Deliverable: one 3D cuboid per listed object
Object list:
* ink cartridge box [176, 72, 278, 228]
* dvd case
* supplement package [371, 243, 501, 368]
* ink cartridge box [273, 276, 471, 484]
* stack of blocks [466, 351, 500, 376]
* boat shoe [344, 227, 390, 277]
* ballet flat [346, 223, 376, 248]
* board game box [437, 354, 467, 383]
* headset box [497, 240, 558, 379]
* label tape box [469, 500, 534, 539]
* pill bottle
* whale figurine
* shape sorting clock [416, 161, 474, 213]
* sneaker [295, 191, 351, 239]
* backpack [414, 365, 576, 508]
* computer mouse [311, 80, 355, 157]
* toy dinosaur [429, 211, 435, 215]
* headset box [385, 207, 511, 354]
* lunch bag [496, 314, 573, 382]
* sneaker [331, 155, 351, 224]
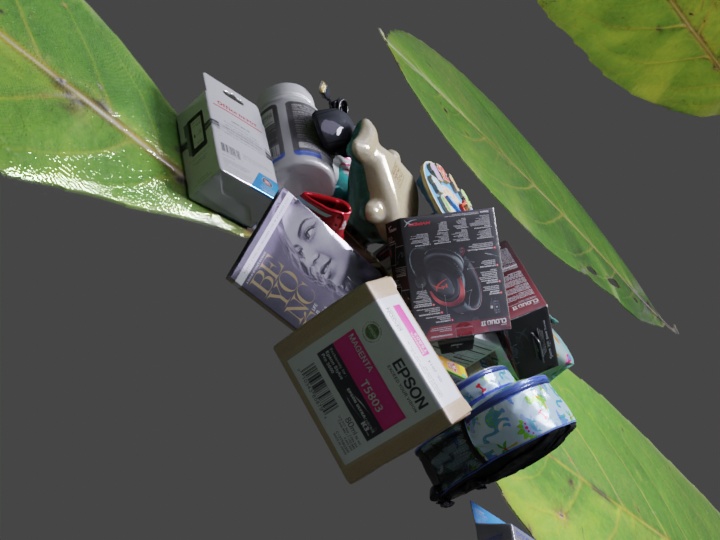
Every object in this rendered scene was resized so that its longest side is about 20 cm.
[{"bbox_3d":[-0.189,-0.171,1.198,0.116,0.068,0.200,28,36,-44],"label":"ink cartridge box"},{"bbox_3d":[-0.069,0.008,1.149,0.200,0.016,0.149,41,63,-26],"label":"dvd case"},{"bbox_3d":[0.114,0.054,1.395,0.156,0.111,0.200,21,39,-50],"label":"supplement package"},{"bbox_3d":[0.011,0.134,1.050,0.200,0.165,0.075,59,25,11],"label":"ink cartridge box"},{"bbox_3d":[0.180,0.105,1.508,0.115,0.059,0.200,20,42,-51],"label":"stack of blocks"},{"bbox_3d":[0.004,-0.004,1.291,0.075,0.075,0.202,-43,98,-28],"label":"boat shoe"},{"bbox_3d":[0.012,-0.067,1.422,0.200,0.067,0.046,-24,106,-60],"label":"ballet flat"},{"bbox_3d":[0.058,0.141,1.203,0.200,0.095,0.030,26,38,-46],"label":"board game box"},{"bbox_3d":[0.259,0.072,1.424,0.200,0.075,0.149,-110,179,-50],"label":"headset box"},{"bbox_3d":[0.233,0.423,1.193,0.144,0.063,0.200,39,29,-31],"label":"label tape box"},{"bbox_3d":[-0.106,-0.193,1.317,0.114,0.114,0.200,32,33,-39],"label":"pill bottle"},{"bbox_3d":[0.015,-0.131,1.306,0.200,0.104,0.159,61,35,-38],"label":"whale figurine"},{"bbox_3d":[0.160,-0.092,1.372,0.200,0.039,0.200,45,21,-22],"label":"shape sorting clock"},{"bbox_3d":[-0.040,-0.024,1.218,0.200,0.115,0.078,48,25,-12],"label":"sneaker"},{"bbox_3d":[0.188,0.219,1.210,0.183,0.200,0.147,2,56,-59],"label":"backpack"},{"bbox_3d":[-0.034,-0.241,1.334,0.200,0.046,0.141,12,57,-75],"label":"computer mouse"},{"bbox_3d":[0.129,-0.037,1.356,0.088,0.047,0.200,40,27,-3],"label":"toy dinosaur"},{"bbox_3d":[0.127,0.018,1.231,0.075,0.148,0.201,164,-83,-75],"label":"headset box"},{"bbox_3d":[0.302,0.110,1.648,0.170,0.122,0.200,38,21,-26],"label":"lunch bag"},{"bbox_3d":[-0.015,-0.143,1.449,0.121,0.084,0.200,43,30,-19],"label":"sneaker"}]
